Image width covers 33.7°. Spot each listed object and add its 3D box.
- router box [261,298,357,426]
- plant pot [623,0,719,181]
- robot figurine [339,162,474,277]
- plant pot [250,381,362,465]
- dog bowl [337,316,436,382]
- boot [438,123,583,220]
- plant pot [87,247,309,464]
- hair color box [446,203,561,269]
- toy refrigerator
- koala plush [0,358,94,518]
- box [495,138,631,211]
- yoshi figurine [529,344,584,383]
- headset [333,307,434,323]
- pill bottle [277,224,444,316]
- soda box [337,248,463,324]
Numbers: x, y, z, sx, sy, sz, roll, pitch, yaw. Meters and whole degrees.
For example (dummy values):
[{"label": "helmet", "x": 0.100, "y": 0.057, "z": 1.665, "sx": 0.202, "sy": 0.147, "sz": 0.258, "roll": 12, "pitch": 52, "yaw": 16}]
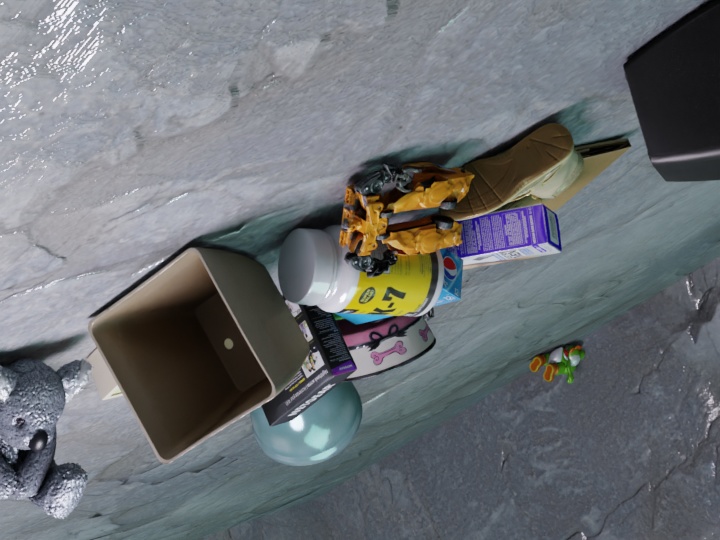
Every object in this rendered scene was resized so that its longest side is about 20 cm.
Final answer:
[{"label": "router box", "x": -0.102, "y": 0.128, "z": 1.793, "sx": 0.051, "sy": 0.150, "sz": 0.200, "roll": -11, "pitch": 160, "yaw": -40}, {"label": "plant pot", "x": 0.438, "y": -0.212, "z": 1.488, "sx": 0.176, "sy": 0.202, "sz": 0.199, "roll": -17, "pitch": 169, "yaw": 20}, {"label": "robot figurine", "x": 0.051, "y": -0.070, "z": 1.476, "sx": 0.199, "sy": 0.058, "sz": 0.146, "roll": -10, "pitch": 118, "yaw": -38}, {"label": "plant pot", "x": -0.105, "y": 0.216, "z": 2.054, "sx": 0.199, "sy": 0.201, "sz": 0.135, "roll": -24, "pitch": 139, "yaw": -7}, {"label": "dog bowl", "x": 0.020, "y": 0.111, "z": 1.959, "sx": 0.199, "sy": 0.074, "sz": 0.200, "roll": -17, "pitch": -170, "yaw": 3}, {"label": "boot", "x": 0.209, "y": -0.120, "z": 1.625, "sx": 0.199, "sy": 0.073, "sz": 0.155, "roll": -32, "pitch": 165, "yaw": 12}, {"label": "plant pot", "x": -0.181, "y": 0.092, "z": 1.494, "sx": 0.199, "sy": 0.201, "sz": 0.177, "roll": -33, "pitch": 174, "yaw": 26}, {"label": "hair color box", "x": 0.184, "y": -0.044, "z": 1.738, "sx": 0.198, "sy": 0.065, "sz": 0.109, "roll": -9, "pitch": 171, "yaw": 20}, {"label": "toy refrigerator", "x": -0.269, "y": 0.121, "z": 1.651, "sx": 0.199, "sy": 0.070, "sz": 0.076, "roll": -10, "pitch": 159, "yaw": -44}, {"label": "koala plush", "x": -0.435, "y": 0.189, "z": 1.507, "sx": 0.176, "sy": 0.184, "sz": 0.201, "roll": 1, "pitch": 131, "yaw": -35}, {"label": "box", "x": 0.297, "y": -0.132, "z": 1.812, "sx": 0.163, "sy": 0.021, "sz": 0.200, "roll": -15, "pitch": 161, "yaw": -34}, {"label": "yoshi figurine", "x": 0.593, "y": 0.284, "z": 3.549, "sx": 0.199, "sy": 0.113, "sz": 0.112, "roll": -14, "pitch": 178, "yaw": -43}, {"label": "headset", "x": 0.012, "y": 0.057, "z": 1.846, "sx": 0.198, "sy": 0.095, "sz": 0.123, "roll": -16, "pitch": 167, "yaw": 10}, {"label": "pill bottle", "x": 0.000, "y": 0.000, "z": 1.548, "sx": 0.199, "sy": 0.115, "sz": 0.114, "roll": 4, "pitch": 150, "yaw": -34}, {"label": "soda box", "x": 0.049, "y": 0.021, "z": 1.701, "sx": 0.199, "sy": 0.065, "sz": 0.068, "roll": -16, "pitch": 147, "yaw": 39}]
